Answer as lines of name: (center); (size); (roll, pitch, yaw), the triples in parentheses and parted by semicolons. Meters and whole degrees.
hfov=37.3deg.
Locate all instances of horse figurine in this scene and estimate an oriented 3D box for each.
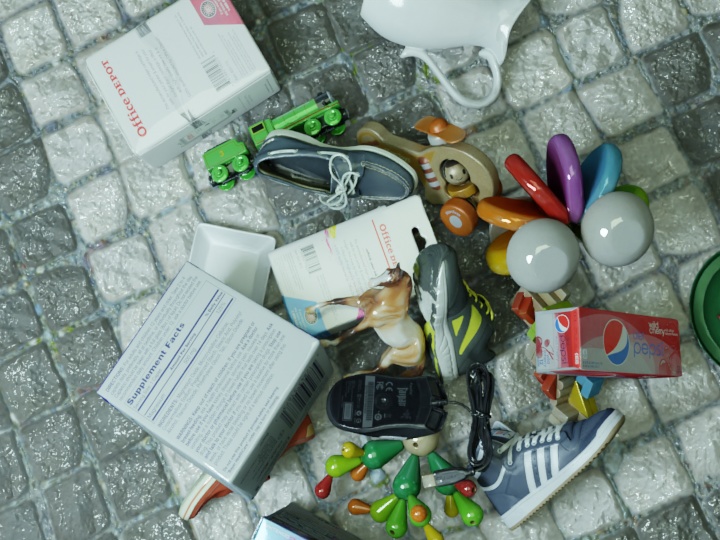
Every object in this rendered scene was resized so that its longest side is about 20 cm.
horse figurine: (0.026, 0.078, 1.249); (0.131, 0.201, 0.050); (-23, 36, 10)

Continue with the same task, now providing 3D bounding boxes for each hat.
hat: (0.476, 0.047, 1.184); (0.200, 0.176, 0.166); (42, 88, 10)

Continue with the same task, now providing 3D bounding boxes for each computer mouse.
computer mouse: (0.060, 0.184, 1.219); (0.196, 0.046, 0.143); (-6, 59, 7)

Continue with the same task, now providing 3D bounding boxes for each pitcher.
pitcher: (0.097, -0.303, 1.315); (0.196, 0.121, 0.175); (15, 99, -3)

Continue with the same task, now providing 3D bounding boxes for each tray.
tray: (-0.173, 0.049, 1.331); (0.105, 0.022, 0.204); (10, 83, 8)

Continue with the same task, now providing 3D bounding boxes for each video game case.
video game case: (-0.016, 0.330, 1.193); (0.197, 0.181, 0.046); (25, 85, 9)

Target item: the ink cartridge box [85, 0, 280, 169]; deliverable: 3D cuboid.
ink cartridge box: (-0.223, -0.246, 1.347); (0.198, 0.083, 0.148); (-31, 80, 0)

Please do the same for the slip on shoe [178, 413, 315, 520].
slip on shoe: (-0.136, 0.235, 1.278); (0.199, 0.074, 0.061); (-40, 92, -2)

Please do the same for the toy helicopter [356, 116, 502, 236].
toy helicopter: (0.078, -0.138, 1.287); (0.198, 0.134, 0.079); (25, 55, 26)

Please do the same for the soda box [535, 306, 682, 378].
soda box: (0.280, 0.084, 1.196); (0.063, 0.198, 0.072); (-10, 77, 48)

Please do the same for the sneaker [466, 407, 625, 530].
sneaker: (0.202, 0.198, 1.218); (0.109, 0.070, 0.201); (48, 119, 14)

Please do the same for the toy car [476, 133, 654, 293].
toy car: (0.227, -0.077, 1.214); (0.197, 0.175, 0.152); (-19, 106, 0)

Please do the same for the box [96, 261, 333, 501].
box: (-0.163, 0.127, 1.226); (0.198, 0.105, 0.185); (29, 75, 19)

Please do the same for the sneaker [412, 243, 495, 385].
sneaker: (0.113, 0.042, 1.239); (0.083, 0.202, 0.075); (-18, 44, -10)

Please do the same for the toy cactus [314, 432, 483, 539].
toy cactus: (0.055, 0.227, 1.250); (0.197, 0.102, 0.168); (11, 68, 24)

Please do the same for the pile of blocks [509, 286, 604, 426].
pile of blocks: (0.230, 0.099, 1.242); (0.061, 0.082, 0.203); (-13, 78, -40)

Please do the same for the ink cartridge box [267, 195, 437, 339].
ink cartridge box: (0.000, 0.000, 1.296); (0.197, 0.068, 0.117); (-21, 81, 3)

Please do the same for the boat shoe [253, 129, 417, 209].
boat shoe: (-0.031, -0.117, 1.278); (0.196, 0.076, 0.062); (18, 42, 4)

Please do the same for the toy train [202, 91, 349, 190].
toy train: (-0.108, -0.165, 1.347); (0.197, 0.042, 0.057); (-27, 69, 2)
